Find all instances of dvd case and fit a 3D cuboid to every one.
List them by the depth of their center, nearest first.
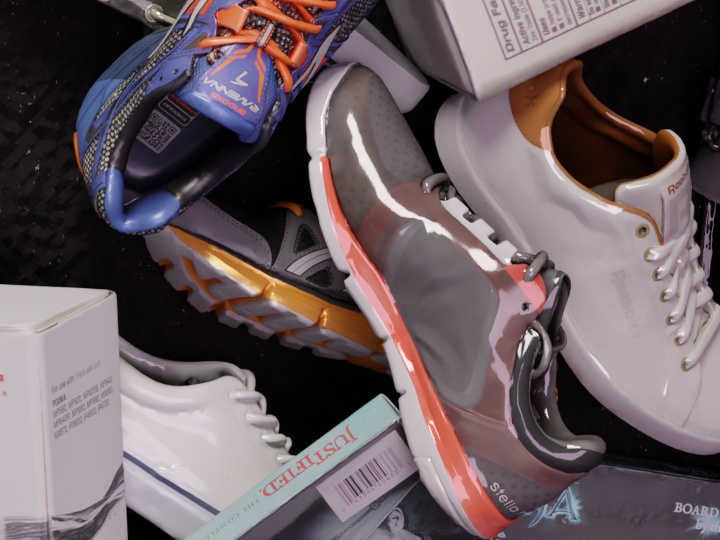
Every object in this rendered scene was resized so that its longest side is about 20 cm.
[{"bbox_3d":[-0.004,0.155,1.213,0.146,0.022,0.200,-37,135,-1],"label":"dvd case"}]

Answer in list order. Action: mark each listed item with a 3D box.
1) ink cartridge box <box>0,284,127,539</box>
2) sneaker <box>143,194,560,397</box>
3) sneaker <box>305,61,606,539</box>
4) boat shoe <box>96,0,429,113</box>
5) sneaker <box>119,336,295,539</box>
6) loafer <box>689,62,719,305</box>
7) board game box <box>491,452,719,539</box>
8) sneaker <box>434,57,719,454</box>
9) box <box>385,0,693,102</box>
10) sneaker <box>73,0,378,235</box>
[{"bbox_3d":[-0.174,0.107,1.167,0.144,0.084,0.201,3,103,18],"label":"ink cartridge box"},{"bbox_3d":[0.000,0.000,1.233,0.199,0.078,0.077,20,81,-20],"label":"sneaker"},{"bbox_3d":[0.044,0.002,1.151,0.082,0.077,0.201,-24,85,21],"label":"sneaker"},{"bbox_3d":[-0.065,-0.112,1.193,0.200,0.071,0.064,31,101,-16],"label":"boat shoe"},{"bbox_3d":[-0.060,0.079,1.224,0.200,0.073,0.071,30,98,-15],"label":"sneaker"},{"bbox_3d":[0.171,-0.025,1.270,0.063,0.072,0.201,-8,108,-5],"label":"loafer"},{"bbox_3d":[0.099,0.148,1.307,0.199,0.028,0.136,10,98,-16],"label":"board game box"},{"bbox_3d":[0.118,-0.004,1.214,0.200,0.085,0.073,49,45,-18],"label":"sneaker"},{"bbox_3d":[0.099,-0.173,1.199,0.199,0.109,0.128,-25,107,-8],"label":"box"},{"bbox_3d":[-0.042,-0.086,1.121,0.075,0.079,0.200,29,116,-18],"label":"sneaker"}]
